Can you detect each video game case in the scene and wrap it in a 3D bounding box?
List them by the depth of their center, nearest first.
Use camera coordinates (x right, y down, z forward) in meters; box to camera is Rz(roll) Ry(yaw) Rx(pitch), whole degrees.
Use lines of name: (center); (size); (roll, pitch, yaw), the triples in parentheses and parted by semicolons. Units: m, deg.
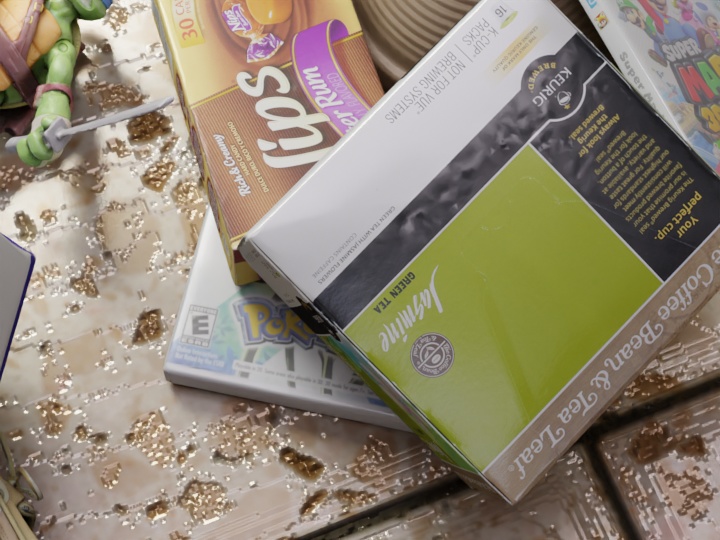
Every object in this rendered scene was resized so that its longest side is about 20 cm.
video game case: (0.000, 0.000, 1.116); (0.199, 0.022, 0.183); (11, 66, 6)
video game case: (0.212, -0.113, 1.118); (0.143, 0.018, 0.201); (-10, 64, -43)

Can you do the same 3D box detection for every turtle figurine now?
turtle figurine: (-0.234, -0.122, 1.092); (0.194, 0.144, 0.200); (-38, 26, 3)

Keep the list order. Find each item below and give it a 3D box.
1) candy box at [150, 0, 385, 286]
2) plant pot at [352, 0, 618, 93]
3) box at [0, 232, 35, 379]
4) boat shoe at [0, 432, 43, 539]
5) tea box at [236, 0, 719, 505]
candy box: (-0.048, -0.101, 1.119); (0.116, 0.057, 0.201); (-14, 66, -8)
plant pot: (0.083, -0.197, 1.166); (0.200, 0.093, 0.202); (0, 67, 0)
box: (-0.300, 0.057, 1.005); (0.199, 0.105, 0.185); (-4, 62, 33)
boat shoe: (-0.188, 0.162, 1.022); (0.062, 0.073, 0.201); (-24, 72, -18)
tea box: (0.072, -0.015, 1.001); (0.200, 0.134, 0.197); (-44, 92, -6)
